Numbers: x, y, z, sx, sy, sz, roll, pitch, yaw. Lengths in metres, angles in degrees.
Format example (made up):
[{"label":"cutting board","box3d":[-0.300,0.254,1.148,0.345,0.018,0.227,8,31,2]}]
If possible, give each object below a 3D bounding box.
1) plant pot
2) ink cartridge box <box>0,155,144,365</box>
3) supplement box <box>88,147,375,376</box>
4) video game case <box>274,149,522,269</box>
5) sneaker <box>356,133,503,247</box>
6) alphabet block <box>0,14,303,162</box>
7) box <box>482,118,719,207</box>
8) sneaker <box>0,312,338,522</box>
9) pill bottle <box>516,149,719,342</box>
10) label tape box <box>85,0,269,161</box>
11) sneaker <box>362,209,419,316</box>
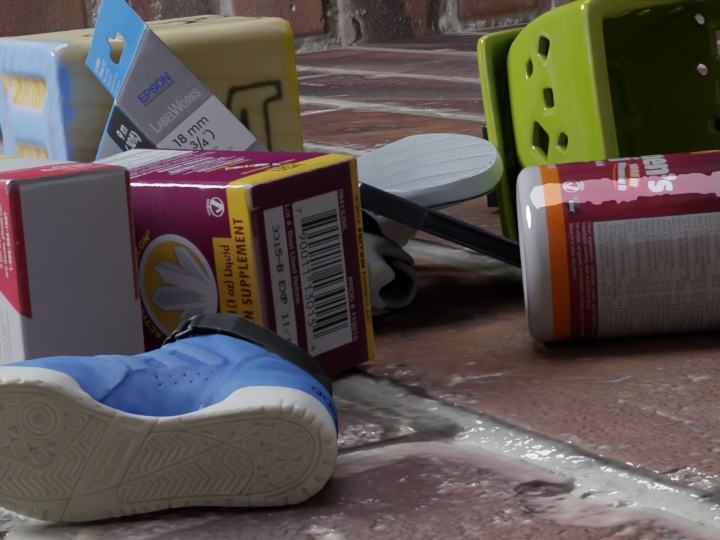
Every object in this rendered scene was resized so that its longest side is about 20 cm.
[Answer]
[{"label":"plant pot","box3d":[0.203,-0.106,1.428,0.197,0.202,0.181,-12,5,-30]},{"label":"ink cartridge box","box3d":[-0.218,0.007,1.148,0.083,0.147,0.199,-13,13,-38]},{"label":"supplement box","box3d":[-0.100,-0.003,1.188,0.199,0.132,0.103,3,15,41]},{"label":"video game case","box3d":[0.049,-0.034,1.324,0.199,0.019,0.143,19,3,-28]},{"label":"sneaker","box3d":[0.021,-0.050,1.463,0.198,0.071,0.073,-11,38,24]},{"label":"alphabet block","box3d":[-0.170,-0.099,1.550,0.198,0.199,0.195,-10,13,-23]},{"label":"box","box3d":[0.227,-0.100,1.679,0.198,0.080,0.141,3,10,34]},{"label":"sneaker","box3d":[-0.109,0.069,0.954,0.198,0.078,0.111,-1,17,1]},{"label":"pill bottle","box3d":[0.198,-0.017,1.176,0.198,0.111,0.110,-5,11,3]},{"label":"label tape box","box3d":[-0.137,-0.083,1.340,0.063,0.200,0.144,-43,-3,-23]},{"label":"sneaker","box3d":[0.000,0.000,1.335,0.091,0.076,0.200,18,12,8]}]
